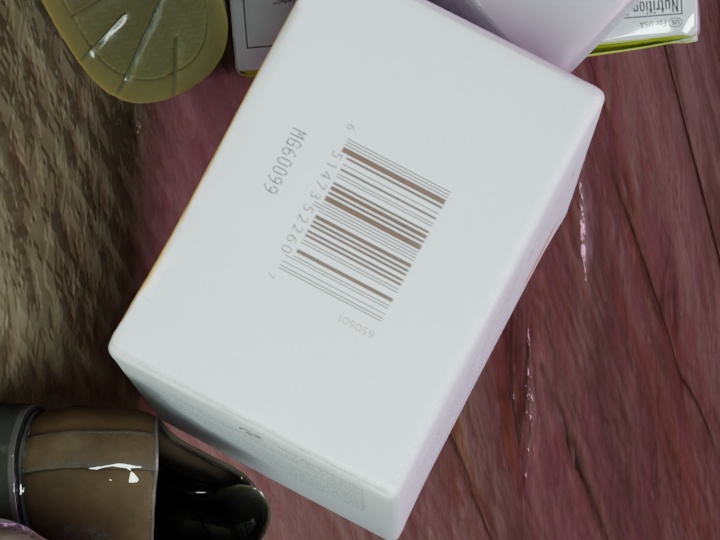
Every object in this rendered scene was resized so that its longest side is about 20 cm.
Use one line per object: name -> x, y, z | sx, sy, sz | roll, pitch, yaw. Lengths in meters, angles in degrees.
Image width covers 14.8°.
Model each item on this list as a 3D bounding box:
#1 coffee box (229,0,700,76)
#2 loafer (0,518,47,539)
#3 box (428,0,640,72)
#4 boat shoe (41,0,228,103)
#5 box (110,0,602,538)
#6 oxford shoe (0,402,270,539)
coffee box -> 0.048, -0.190, 1.236 | 0.200, 0.199, 0.198 | -34, 119, -81
loafer -> -0.060, 0.152, 0.880 | 0.200, 0.063, 0.072 | 47, 57, -31
box -> 0.013, -0.172, 1.030 | 0.200, 0.106, 0.152 | 48, -14, -16
boat shoe -> -0.108, -0.149, 0.925 | 0.201, 0.072, 0.066 | 64, -6, -28
box -> 0.000, 0.000, 0.985 | 0.153, 0.106, 0.200 | -62, 175, -9
oxford shoe -> -0.067, 0.106, 0.963 | 0.200, 0.084, 0.073 | 62, 26, -62
